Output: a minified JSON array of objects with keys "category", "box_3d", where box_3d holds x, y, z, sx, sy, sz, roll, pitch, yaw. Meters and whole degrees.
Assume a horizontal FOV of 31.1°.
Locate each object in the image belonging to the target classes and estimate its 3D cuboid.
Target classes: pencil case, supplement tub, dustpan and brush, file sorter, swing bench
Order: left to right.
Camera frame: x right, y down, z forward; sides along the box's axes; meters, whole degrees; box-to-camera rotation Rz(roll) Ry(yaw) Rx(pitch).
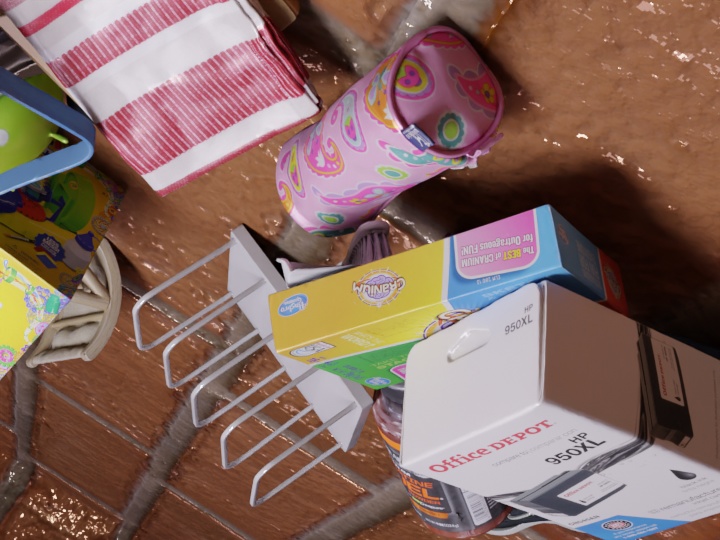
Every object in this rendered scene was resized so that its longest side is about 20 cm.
[{"category":"swing bench","box_3d":[-0.372,0.002,1.413,0.199,0.131,0.198,37,156,-25]},{"category":"file sorter","box_3d":[-0.101,0.094,1.175,0.201,0.124,0.139,52,161,14]},{"category":"dustpan and brush","box_3d":[0.000,0.000,0.925,0.137,0.058,0.200,-6,162,-12]},{"category":"pencil case","box_3d":[0.015,-0.081,0.830,0.087,0.088,0.199,37,154,-14]},{"category":"supplement tub","box_3d":[0.072,0.142,1.150,0.106,0.107,0.201,13,142,35]}]

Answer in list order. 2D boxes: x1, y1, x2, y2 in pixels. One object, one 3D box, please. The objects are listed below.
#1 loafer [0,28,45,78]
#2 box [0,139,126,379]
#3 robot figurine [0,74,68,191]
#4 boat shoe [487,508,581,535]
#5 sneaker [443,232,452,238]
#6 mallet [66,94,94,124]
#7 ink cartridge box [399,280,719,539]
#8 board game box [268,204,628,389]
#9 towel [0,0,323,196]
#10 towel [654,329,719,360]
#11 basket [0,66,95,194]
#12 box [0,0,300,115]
[{"category":"loafer","box_3d":[-0.210,-0.159,0.878,0.198,0.074,0.071,-28,120,31]},{"category":"box","box_3d":[-0.342,-0.048,1.153,0.199,0.194,0.122,38,118,-17]},{"category":"robot figurine","box_3d":[-0.314,-0.159,1.009,0.175,0.116,0.201,-33,100,35]},{"category":"boat shoe","box_3d":[0.162,0.208,1.233,0.198,0.076,0.060,-14,132,43]},{"category":"sneaker","box_3d":[0.091,0.072,0.990,0.087,0.082,0.202,14,130,19]},{"category":"mallet","box_3d":[-0.220,-0.184,0.983,0.065,0.041,0.201,20,149,30]},{"category":"ink cartridge box","box_3d":[0.143,0.098,0.832,0.198,0.085,0.144,23,146,-27]},{"category":"board game box","box_3d":[0.061,0.024,0.855,0.198,0.041,0.153,-18,159,23]},{"category":"towel","box_3d":[-0.130,-0.145,0.808,0.143,0.023,0.201,-24,124,20]},{"category":"towel","box_3d":[0.247,0.114,0.971,0.110,0.049,0.201,18,152,20]},{"category":"basket","box_3d":[-0.290,-0.098,0.815,0.174,0.141,0.200,-19,144,25]},{"category":"box","box_3d":[-0.160,-0.189,0.802,0.162,0.021,0.200,-30,122,23]}]
